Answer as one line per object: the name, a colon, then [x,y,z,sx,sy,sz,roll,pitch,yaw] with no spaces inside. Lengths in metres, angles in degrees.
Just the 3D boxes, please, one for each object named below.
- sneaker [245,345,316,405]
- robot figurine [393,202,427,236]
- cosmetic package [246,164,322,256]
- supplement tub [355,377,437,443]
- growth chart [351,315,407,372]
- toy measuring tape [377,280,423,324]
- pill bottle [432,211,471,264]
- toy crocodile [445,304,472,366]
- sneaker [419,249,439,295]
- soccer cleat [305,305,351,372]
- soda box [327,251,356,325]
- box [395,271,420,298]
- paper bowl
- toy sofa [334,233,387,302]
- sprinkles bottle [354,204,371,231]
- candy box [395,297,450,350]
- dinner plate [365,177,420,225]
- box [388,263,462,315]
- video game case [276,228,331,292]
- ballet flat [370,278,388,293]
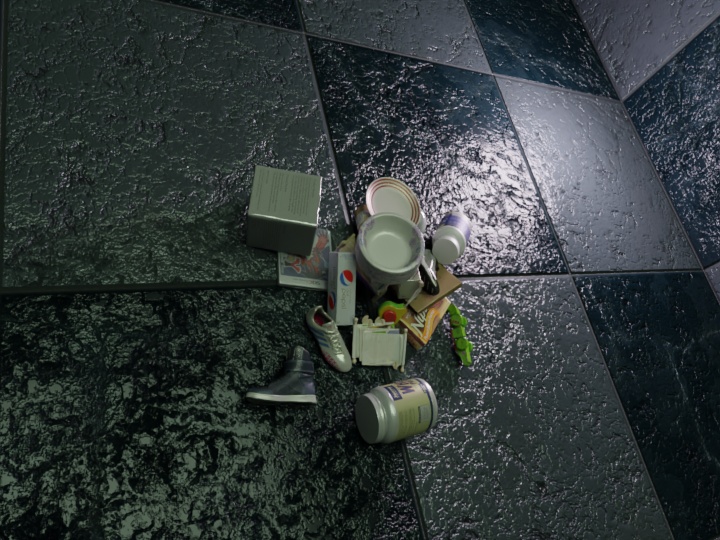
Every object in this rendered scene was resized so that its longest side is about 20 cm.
sneaker: [-0.205,0.269,1.448,0.197,0.076,0.152,10,70,-37]
robot figurine: [0.139,-0.167,1.872,0.193,0.113,0.176,14,66,-23]
cosmetic package: [-0.218,-0.167,1.604,0.192,0.168,0.173,9,61,-9]
supplement tub: [0.097,0.382,1.527,0.194,0.145,0.150,-6,66,-32]
growth chart: [0.057,0.212,1.634,0.194,0.018,0.151,12,87,-27]
toy measuring tape: [0.106,0.099,1.676,0.073,0.202,0.074,34,13,-10]
pill bottle: [0.304,-0.106,1.898,0.119,0.120,0.201,41,33,-3]
toy crocodile: [0.316,0.207,1.807,0.067,0.060,0.208,25,51,-61]
sneaker: [0.217,-0.004,1.763,0.076,0.076,0.204,-4,41,-11]
soccer cleat: [-0.084,0.190,1.564,0.069,0.086,0.202,-32,83,-38]
soda box: [-0.054,0.051,1.616,0.062,0.067,0.209,2,91,-29]
box: [0.139,-0.011,1.763,0.065,0.084,0.204,0,44,-6]
paper bowl: [0.079,-0.054,1.600,0.192,0.105,0.207,6,59,-9]
toy sofa: [0.000,0.000,1.718,0.201,0.083,0.097,47,48,0]
sprinkles bottle: [0.021,-0.138,1.758,0.066,0.070,0.202,22,23,-17]
candy box: [0.194,0.136,1.774,0.115,0.055,0.201,41,51,-1]
dinner plate: [0.102,-0.203,1.785,0.193,0.024,0.207,12,60,-21]
box: [0.200,0.044,1.781,0.196,0.022,0.163,-27,48,-26]
video game case: [-0.166,-0.040,1.684,0.176,0.023,0.207,8,61,-27]
ballet flat: [0.074,-0.025,1.685,0.070,0.072,0.206,20,52,-18]
